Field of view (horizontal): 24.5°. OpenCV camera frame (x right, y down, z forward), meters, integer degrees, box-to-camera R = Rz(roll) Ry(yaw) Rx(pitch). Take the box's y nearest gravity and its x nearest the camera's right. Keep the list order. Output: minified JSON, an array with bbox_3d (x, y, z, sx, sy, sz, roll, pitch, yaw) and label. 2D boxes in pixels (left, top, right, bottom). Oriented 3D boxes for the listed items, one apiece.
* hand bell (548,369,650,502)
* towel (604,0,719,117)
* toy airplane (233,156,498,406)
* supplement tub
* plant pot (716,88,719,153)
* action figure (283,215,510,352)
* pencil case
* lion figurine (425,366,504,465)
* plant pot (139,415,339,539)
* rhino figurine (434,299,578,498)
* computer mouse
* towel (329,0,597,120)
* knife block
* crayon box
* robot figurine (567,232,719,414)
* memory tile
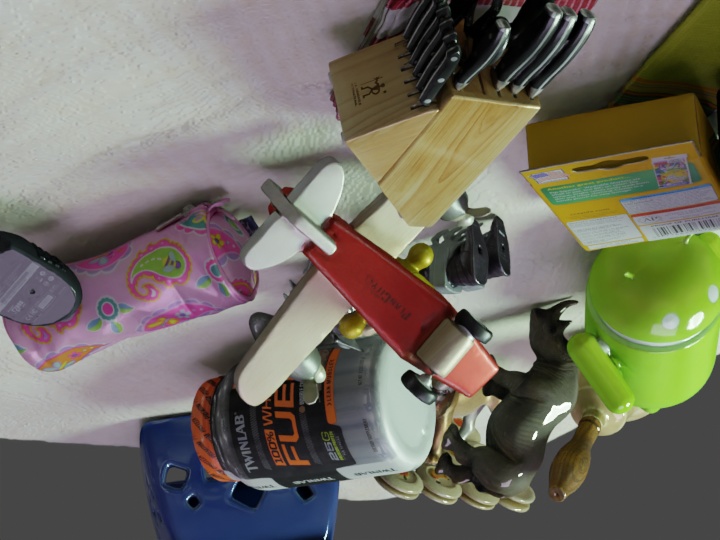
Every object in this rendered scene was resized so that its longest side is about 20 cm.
[{"bbox_3d":[0.209,0.147,1.525,0.104,0.200,0.105,11,122,18],"label":"hand bell"},{"bbox_3d":[0.244,-0.146,1.174,0.086,0.018,0.200,1,151,-24],"label":"towel"},{"bbox_3d":[0.000,0.000,1.233,0.199,0.200,0.141,-4,-169,-4],"label":"toy airplane"},{"bbox_3d":[-0.043,0.130,1.484,0.199,0.123,0.122,-12,156,26],"label":"supplement tub"},{"bbox_3d":[0.356,-0.059,1.187,0.199,0.178,0.199,-24,155,14],"label":"plant pot"},{"bbox_3d":[0.022,0.012,1.361,0.199,0.070,0.130,-19,160,26],"label":"action figure"},{"bbox_3d":[-0.174,0.012,1.273,0.199,0.088,0.087,-21,152,19],"label":"pencil case"},{"bbox_3d":[0.097,0.119,1.592,0.072,0.123,0.200,22,-169,33],"label":"lion figurine"},{"bbox_3d":[-0.113,0.257,1.669,0.199,0.181,0.200,-6,155,-8],"label":"plant pot"},{"bbox_3d":[0.149,0.115,1.508,0.087,0.201,0.060,27,172,19],"label":"rhino figurine"},{"bbox_3d":[-0.284,-0.020,1.190,0.059,0.034,0.200,-43,125,17],"label":"computer mouse"},{"bbox_3d":[0.075,-0.156,1.089,0.143,0.023,0.200,-1,152,-20],"label":"towel"},{"bbox_3d":[0.077,-0.116,1.073,0.175,0.064,0.200,-18,153,13],"label":"knife block"},{"bbox_3d":[0.201,-0.074,1.225,0.125,0.052,0.200,-9,162,19],"label":"crayon box"},{"bbox_3d":[0.251,0.040,1.423,0.175,0.116,0.200,-34,148,-18],"label":"robot figurine"},{"bbox_3d":[0.069,0.179,1.629,0.199,0.153,0.017,13,116,-39],"label":"memory tile"}]
